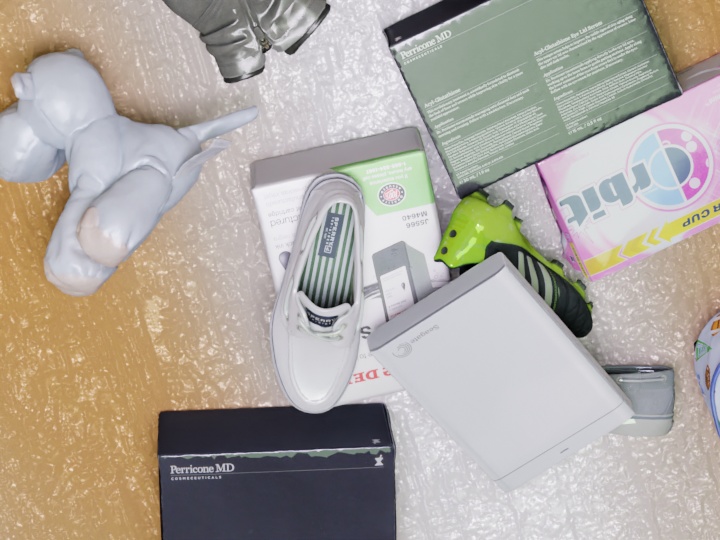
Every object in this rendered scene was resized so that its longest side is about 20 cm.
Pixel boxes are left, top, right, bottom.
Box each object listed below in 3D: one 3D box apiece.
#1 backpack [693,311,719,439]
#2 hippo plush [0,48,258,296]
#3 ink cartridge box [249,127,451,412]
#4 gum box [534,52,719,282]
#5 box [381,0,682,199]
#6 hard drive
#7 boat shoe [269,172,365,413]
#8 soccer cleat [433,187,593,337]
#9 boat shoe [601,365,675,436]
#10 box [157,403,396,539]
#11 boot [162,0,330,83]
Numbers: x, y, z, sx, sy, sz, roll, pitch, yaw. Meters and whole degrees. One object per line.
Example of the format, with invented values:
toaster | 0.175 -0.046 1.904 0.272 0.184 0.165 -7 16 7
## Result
backpack | 0.382 0.092 1.799 0.190 0.154 0.201 -22 111 14
hippo plush | -0.219 -0.089 1.683 0.161 0.159 0.200 43 119 -4
ink cartridge box | 0.000 0.000 1.767 0.145 0.084 0.201 -13 108 0
gum box | 0.243 -0.084 1.769 0.199 0.066 0.114 -26 106 4
box | 0.137 -0.169 1.730 0.199 0.079 0.142 -25 110 4
hard drive | 0.115 0.086 1.738 0.132 0.027 0.200 -33 124 16
boat shoe | -0.034 0.025 1.692 0.073 0.067 0.201 2 108 -3
soccer cleat | 0.124 0.012 1.759 0.081 0.067 0.200 -55 134 -9
boat shoe | 0.172 0.095 1.825 0.200 0.070 0.072 7 95 -10
box | -0.070 0.216 1.818 0.199 0.104 0.183 -1 108 -4
boot | -0.066 -0.250 1.703 0.200 0.068 0.131 -39 111 15
